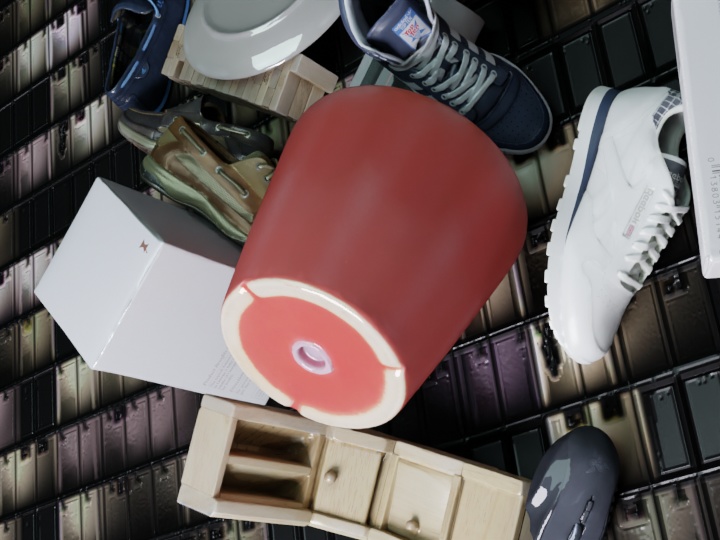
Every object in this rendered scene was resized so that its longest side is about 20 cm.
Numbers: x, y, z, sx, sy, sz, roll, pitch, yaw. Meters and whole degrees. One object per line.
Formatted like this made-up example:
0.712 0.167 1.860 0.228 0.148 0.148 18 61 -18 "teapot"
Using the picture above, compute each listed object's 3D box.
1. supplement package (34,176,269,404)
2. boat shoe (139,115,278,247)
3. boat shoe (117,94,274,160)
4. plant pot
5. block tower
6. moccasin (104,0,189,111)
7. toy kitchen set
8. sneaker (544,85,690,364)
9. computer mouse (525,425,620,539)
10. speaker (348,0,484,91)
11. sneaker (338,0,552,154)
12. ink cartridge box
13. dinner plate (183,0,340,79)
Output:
-0.149 0.022 0.995 0.117 0.199 0.118 41 102 39 "supplement package"
-0.100 -0.068 1.023 0.198 0.076 0.075 31 98 9 "boat shoe"
-0.154 -0.126 1.141 0.198 0.074 0.074 26 83 33 "boat shoe"
0.000 0.000 0.841 0.198 0.202 0.178 -7 38 38 "plant pot"
-0.113 -0.188 1.128 0.198 0.054 0.059 21 90 42 "block tower"
-0.225 -0.265 1.235 0.080 0.068 0.204 -11 69 37 "moccasin"
-0.006 0.200 0.833 0.198 0.179 0.166 10 84 44 "toy kitchen set"
0.185 -0.033 0.822 0.079 0.076 0.204 8 83 31 "sneaker"
0.134 0.205 0.795 0.034 0.058 0.204 -179 104 -73 "computer mouse"
0.026 -0.136 0.979 0.081 0.081 0.202 32 97 41 "speaker"
0.062 -0.157 0.879 0.199 0.109 0.070 38 96 1 "sneaker"
0.300 -0.103 0.762 0.173 0.045 0.204 -5 72 13 "ink cartridge box"
-0.089 -0.264 1.106 0.197 0.024 0.203 -17 49 20 "dinner plate"
